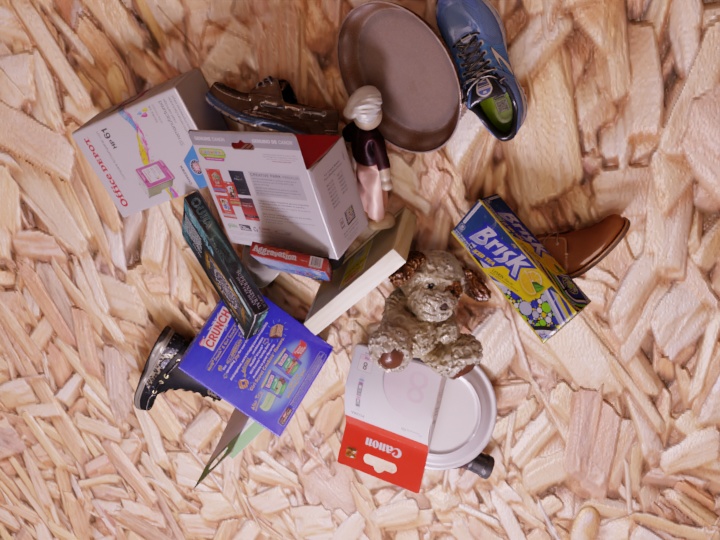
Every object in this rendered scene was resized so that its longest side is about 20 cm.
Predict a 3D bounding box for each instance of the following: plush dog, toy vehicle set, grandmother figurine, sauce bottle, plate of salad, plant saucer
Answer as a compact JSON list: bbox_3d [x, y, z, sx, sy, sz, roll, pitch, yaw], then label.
[{"bbox_3d":[0.098,0.050,1.070,0.195,0.161,0.175,12,114,-28],"label":"plush dog"},{"bbox_3d":[0.000,0.000,1.049,0.026,0.125,0.199,41,123,-15],"label":"toy vehicle set"},{"bbox_3d":[0.011,-0.157,0.964,0.120,0.060,0.203,36,146,34],"label":"grandmother figurine"},{"bbox_3d":[0.142,0.307,1.248,0.196,0.067,0.067,24,125,-5],"label":"sauce bottle"},{"bbox_3d":[0.131,0.233,1.191,0.193,0.048,0.207,0,95,3],"label":"plate of salad"},{"bbox_3d":[0.053,-0.244,0.892,0.198,0.032,0.203,33,146,25],"label":"plant saucer"}]

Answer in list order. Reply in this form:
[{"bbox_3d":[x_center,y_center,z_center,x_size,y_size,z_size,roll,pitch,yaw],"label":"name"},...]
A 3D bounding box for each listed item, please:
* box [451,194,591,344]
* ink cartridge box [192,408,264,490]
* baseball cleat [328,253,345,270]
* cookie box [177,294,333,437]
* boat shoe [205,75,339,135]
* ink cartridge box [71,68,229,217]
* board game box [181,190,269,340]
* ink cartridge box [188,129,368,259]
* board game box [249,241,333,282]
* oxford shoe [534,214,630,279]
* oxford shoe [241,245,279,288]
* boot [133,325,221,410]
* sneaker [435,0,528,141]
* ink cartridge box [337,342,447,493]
[{"bbox_3d":[0.219,-0.007,0.974,0.201,0.064,0.070,52,125,15],"label":"box"},{"bbox_3d":[-0.206,0.285,1.236,0.047,0.202,0.146,35,125,-12],"label":"ink cartridge box"},{"bbox_3d":[-0.041,-0.067,1.022,0.105,0.069,0.204,31,147,40],"label":"baseball cleat"},{"bbox_3d":[-0.170,0.138,1.153,0.198,0.173,0.075,37,166,-12],"label":"cookie box"},{"bbox_3d":[-0.117,-0.226,0.975,0.195,0.072,0.074,23,107,4],"label":"boat shoe"},{"bbox_3d":[-0.295,-0.181,1.033,0.195,0.085,0.147,-15,118,24],"label":"ink cartridge box"},{"bbox_3d":[-0.204,-0.004,1.053,0.203,0.028,0.135,58,157,8],"label":"board game box"},{"bbox_3d":[-0.107,-0.120,0.923,0.196,0.084,0.179,10,133,34],"label":"ink cartridge box"},{"bbox_3d":[-0.090,-0.009,0.982,0.100,0.200,0.020,14,85,0],"label":"board game box"},{"bbox_3d":[0.281,-0.029,0.995,0.198,0.072,0.072,-33,105,30],"label":"oxford shoe"},{"bbox_3d":[-0.140,-0.045,1.097,0.074,0.058,0.202,28,126,-7],"label":"oxford shoe"},{"bbox_3d":[-0.324,0.210,1.297,0.151,0.074,0.206,26,124,-6],"label":"boot"},{"bbox_3d":[0.153,-0.250,0.872,0.077,0.090,0.202,-24,114,25],"label":"sneaker"},{"bbox_3d":[0.044,0.238,1.149,0.159,0.057,0.206,14,84,25],"label":"ink cartridge box"}]
